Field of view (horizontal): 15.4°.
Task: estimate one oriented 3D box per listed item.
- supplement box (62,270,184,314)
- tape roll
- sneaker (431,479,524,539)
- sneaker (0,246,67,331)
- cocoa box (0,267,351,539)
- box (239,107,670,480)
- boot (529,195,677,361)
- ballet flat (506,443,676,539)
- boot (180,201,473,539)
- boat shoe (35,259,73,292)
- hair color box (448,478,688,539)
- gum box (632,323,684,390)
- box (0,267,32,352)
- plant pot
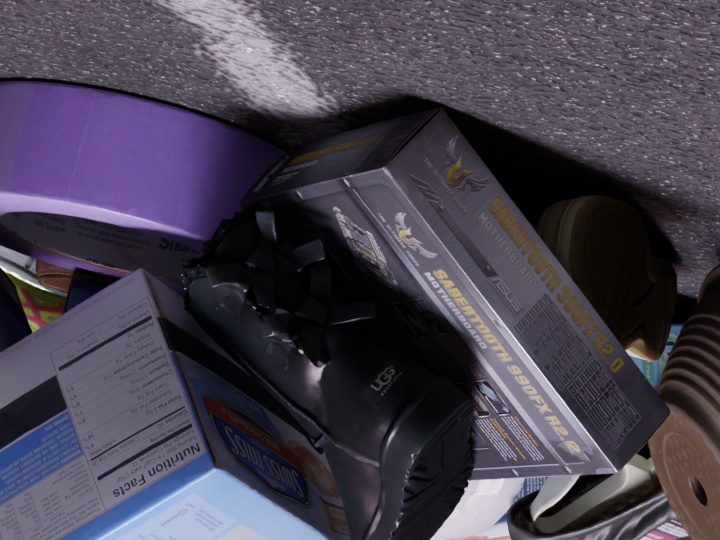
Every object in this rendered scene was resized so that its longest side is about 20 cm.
[{"bbox_3d":[-0.133,0.095,1.662,0.133,0.201,0.200,13,-169,-6],"label":"supplement box"},{"bbox_3d":[-0.129,-0.042,1.476,0.199,0.066,0.200,13,169,3],"label":"tape roll"},{"bbox_3d":[0.006,0.133,1.610,0.115,0.074,0.200,2,158,-35],"label":"sneaker"},{"bbox_3d":[-0.217,0.046,1.843,0.199,0.091,0.078,26,162,0],"label":"sneaker"},{"bbox_3d":[-0.105,0.115,1.440,0.133,0.132,0.200,-31,149,12],"label":"cocoa box"},{"bbox_3d":[0.045,0.017,1.355,0.200,0.048,0.158,52,153,-14],"label":"box"},{"bbox_3d":[0.078,-0.002,1.425,0.154,0.073,0.200,11,172,20],"label":"boot"},{"bbox_3d":[0.170,0.117,1.548,0.200,0.068,0.068,-35,121,15],"label":"ballet flat"},{"bbox_3d":[-0.021,0.064,1.385,0.162,0.073,0.199,40,156,18],"label":"boot"},{"bbox_3d":[-0.124,0.025,1.784,0.199,0.068,0.072,13,169,-1],"label":"boat shoe"},{"bbox_3d":[0.114,0.147,1.695,0.199,0.061,0.100,-17,152,35],"label":"hair color box"},{"bbox_3d":[0.133,0.061,1.621,0.199,0.045,0.170,1,173,-20],"label":"gum box"},{"bbox_3d":[-0.238,-0.012,1.488,0.200,0.032,0.121,52,180,-22],"label":"box"},{"bbox_3d":[0.214,0.096,1.389,0.092,0.202,0.201,-26,179,-16],"label":"plant pot"}]
